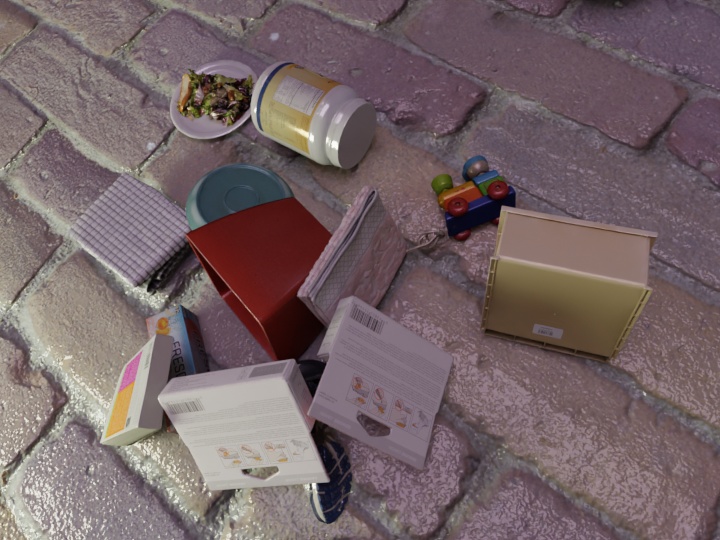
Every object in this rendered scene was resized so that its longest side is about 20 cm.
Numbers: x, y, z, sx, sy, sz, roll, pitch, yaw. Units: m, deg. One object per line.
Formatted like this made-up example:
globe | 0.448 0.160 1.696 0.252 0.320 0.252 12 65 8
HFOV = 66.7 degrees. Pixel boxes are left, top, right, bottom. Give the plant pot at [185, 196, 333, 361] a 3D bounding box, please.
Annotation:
plant pot | -0.127 0.006 0.874 0.176 0.201 0.200 -37 66 -18

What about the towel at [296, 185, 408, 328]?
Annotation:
towel | 0.000 0.000 0.843 0.032 0.191 0.201 22 73 30

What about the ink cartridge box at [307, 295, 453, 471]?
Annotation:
ink cartridge box | 0.028 0.160 0.778 0.199 0.045 0.177 32 63 -21

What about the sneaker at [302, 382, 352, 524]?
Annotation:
sneaker | -0.075 0.271 0.817 0.085 0.077 0.202 -22 78 38

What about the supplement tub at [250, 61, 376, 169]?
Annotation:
supplement tub | -0.084 -0.281 0.999 0.199 0.145 0.145 29 76 20

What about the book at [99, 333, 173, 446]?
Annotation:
book | -0.342 0.188 0.842 0.048 0.200 0.135 16 61 -30

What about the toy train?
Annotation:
toy train | 0.149 -0.114 0.925 0.198 0.085 0.116 -22 55 2

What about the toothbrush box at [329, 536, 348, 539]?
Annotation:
toothbrush box | -0.117 0.416 0.719 0.198 0.147 0.086 -12 66 7

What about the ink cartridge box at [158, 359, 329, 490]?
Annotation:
ink cartridge box | -0.154 0.219 0.758 0.198 0.178 0.045 -11 24 18

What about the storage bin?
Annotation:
storage bin | 0.282 0.028 0.777 0.198 0.199 0.094 12 54 15

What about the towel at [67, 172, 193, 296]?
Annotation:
towel | -0.408 -0.065 1.007 0.199 0.086 0.166 33 69 16

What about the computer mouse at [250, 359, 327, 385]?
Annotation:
computer mouse | -0.130 0.160 0.832 0.198 0.141 0.046 -15 58 4

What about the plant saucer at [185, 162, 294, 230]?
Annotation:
plant saucer | -0.215 -0.122 0.989 0.198 0.027 0.202 4 59 -6

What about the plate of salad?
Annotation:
plate of salad | -0.305 -0.362 1.128 0.198 0.048 0.202 -4 67 9

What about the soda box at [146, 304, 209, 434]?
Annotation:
soda box | -0.292 0.163 0.902 0.068 0.064 0.201 -22 66 1
